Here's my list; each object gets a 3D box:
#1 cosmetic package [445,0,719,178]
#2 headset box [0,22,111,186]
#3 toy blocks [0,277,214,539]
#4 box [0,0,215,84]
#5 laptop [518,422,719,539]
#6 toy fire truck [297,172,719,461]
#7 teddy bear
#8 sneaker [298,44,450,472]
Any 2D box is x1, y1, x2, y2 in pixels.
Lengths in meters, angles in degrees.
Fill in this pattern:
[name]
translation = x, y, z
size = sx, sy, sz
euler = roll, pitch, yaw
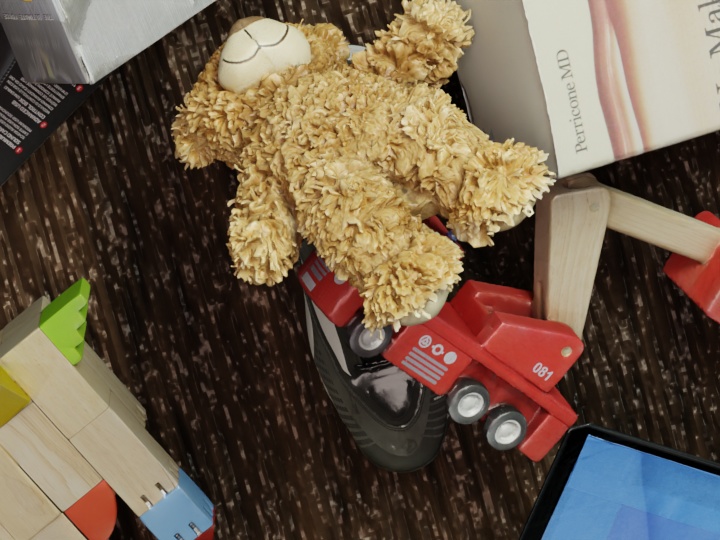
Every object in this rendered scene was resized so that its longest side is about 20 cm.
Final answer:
[cosmetic package]
translation = 0.145, -0.115, 1.259
size = 0.199, 0.087, 0.104
euler = -19, 102, -18
[headset box]
translation = -0.189, -0.123, 1.292
size = 0.200, 0.077, 0.149
euler = -44, 129, 10
[toy blocks]
translation = -0.162, 0.115, 1.360
size = 0.200, 0.100, 0.137
euler = -38, 105, 8
[box]
translation = -0.089, -0.194, 1.232
size = 0.048, 0.200, 0.159
euler = 4, 122, 46
[laptop]
translation = 0.155, 0.189, 1.247
size = 0.200, 0.103, 0.178
euler = 42, 120, 39
[toy fire truck]
translation = 0.084, 0.007, 1.291
size = 0.200, 0.049, 0.141
euler = 35, 99, -33
[teddy bear]
translation = -0.006, -0.052, 1.214
size = 0.145, 0.200, 0.067
euler = -38, 138, 13
[sneaker]
translation = 0.000, 0.000, 1.323
size = 0.066, 0.091, 0.201
euler = -8, 98, 6
